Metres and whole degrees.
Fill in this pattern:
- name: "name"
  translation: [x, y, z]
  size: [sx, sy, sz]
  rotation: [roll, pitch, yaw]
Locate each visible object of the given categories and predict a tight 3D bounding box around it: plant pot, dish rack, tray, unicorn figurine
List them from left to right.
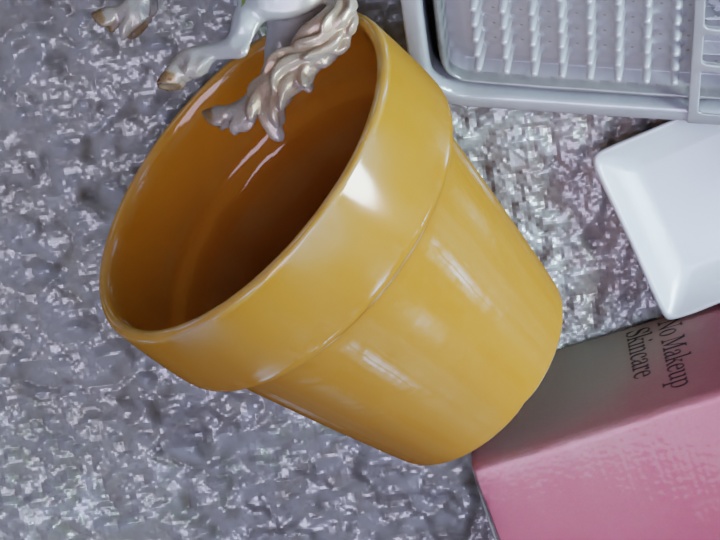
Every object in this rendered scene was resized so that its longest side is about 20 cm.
- name: "unicorn figurine"
  translation: [-0.073, -0.163, 1.329]
  size: [0.200, 0.074, 0.137]
  rotation: [42, 100, 14]
- name: "plant pot"
  translation: [0.000, 0.000, 1.352]
  size: [0.200, 0.200, 0.183]
  rotation: [-42, 120, 16]
- name: "dish rack"
  translation: [0.122, -0.136, 1.319]
  size: [0.200, 0.044, 0.172]
  rotation: [4, 154, 7]
- name: "tray"
  translation: [0.233, -0.058, 1.402]
  size: [0.200, 0.022, 0.107]
  rotation: [-23, 110, 10]

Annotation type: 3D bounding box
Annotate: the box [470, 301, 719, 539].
- name: "box"
  translation: [0.166, 0.097, 1.407]
  size: [0.200, 0.128, 0.109]
  rotation: [-18, 109, 7]
